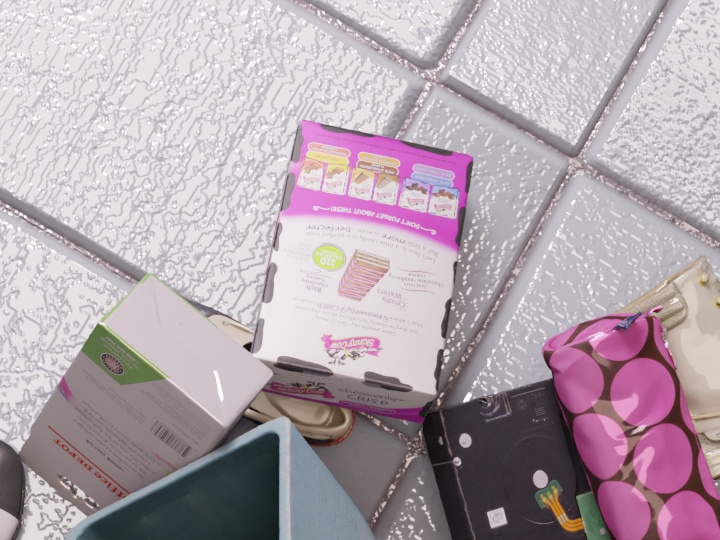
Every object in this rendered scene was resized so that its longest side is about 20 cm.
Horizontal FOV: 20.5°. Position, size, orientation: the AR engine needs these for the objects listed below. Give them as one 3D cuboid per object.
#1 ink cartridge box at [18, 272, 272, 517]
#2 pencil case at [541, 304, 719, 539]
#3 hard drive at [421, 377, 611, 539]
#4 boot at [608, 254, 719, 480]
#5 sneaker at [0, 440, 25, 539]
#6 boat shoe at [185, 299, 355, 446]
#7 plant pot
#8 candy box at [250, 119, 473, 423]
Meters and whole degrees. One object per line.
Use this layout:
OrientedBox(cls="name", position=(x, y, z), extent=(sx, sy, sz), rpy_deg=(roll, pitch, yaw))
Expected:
OrientedBox(cls="ink cartridge box", position=(-0.159, 0.104, 1.434), extent=(0.117, 0.200, 0.067), rpy_deg=(40, 47, 0))
OrientedBox(cls="pencil case", position=(0.207, 0.129, 1.449), extent=(0.094, 0.091, 0.200), rpy_deg=(-19, 92, -15))
OrientedBox(cls="hard drive", position=(0.132, 0.185, 1.470), extent=(0.140, 0.038, 0.200), rpy_deg=(-14, 85, -29))
OrientedBox(cls="boot", position=(0.297, 0.055, 1.498), extent=(0.200, 0.072, 0.155), rpy_deg=(-26, 87, 2))
OrientedBox(cls="sneaker", position=(-0.302, 0.196, 1.417), extent=(0.074, 0.089, 0.200), rpy_deg=(19, 61, 12))
OrientedBox(cls="boat shoe", position=(-0.096, 0.074, 1.476), extent=(0.200, 0.063, 0.071), rpy_deg=(26, 86, 0))
OrientedBox(cls="plant pot", position=(-0.069, 0.261, 1.354), extent=(0.196, 0.196, 0.200), rpy_deg=(-29, 126, 21))
OrientedBox(cls="candy box", position=(0.000, 0.000, 1.459), extent=(0.136, 0.061, 0.200), rpy_deg=(12, 63, -3))
